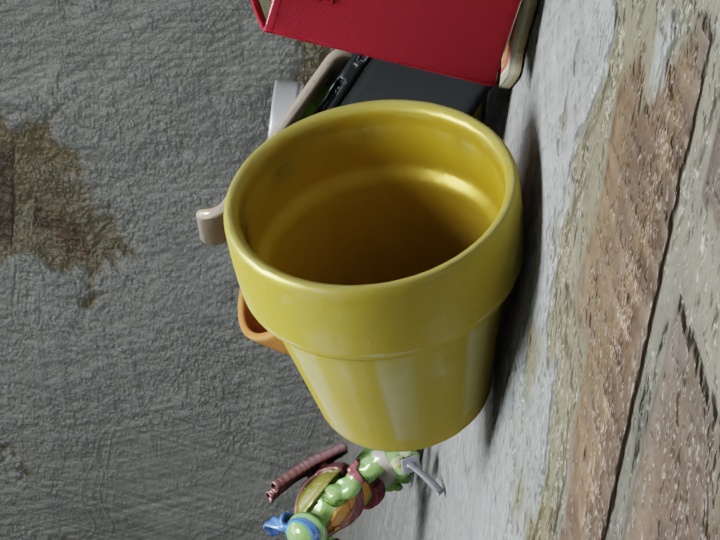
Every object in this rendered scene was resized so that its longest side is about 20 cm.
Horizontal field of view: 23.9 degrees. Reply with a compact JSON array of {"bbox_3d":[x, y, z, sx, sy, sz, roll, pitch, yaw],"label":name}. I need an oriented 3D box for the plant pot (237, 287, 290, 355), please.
[{"bbox_3d":[0.000,0.000,1.529,0.200,0.139,0.201,-44,29,33],"label":"plant pot"}]

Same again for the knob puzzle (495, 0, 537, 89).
[{"bbox_3d":[0.115,-0.233,1.342,0.220,0.030,0.222,-173,90,-87],"label":"knob puzzle"}]

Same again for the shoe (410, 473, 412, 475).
[{"bbox_3d":[0.035,0.123,1.693,0.054,0.069,0.201,-91,8,-54],"label":"shoe"}]

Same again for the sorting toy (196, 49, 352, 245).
[{"bbox_3d":[-0.070,-0.104,1.534,0.200,0.036,0.185,-50,-1,-8],"label":"sorting toy"}]

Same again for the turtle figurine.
[{"bbox_3d":[0.026,0.223,1.595,0.194,0.198,0.145,-50,-50,-57],"label":"turtle figurine"}]

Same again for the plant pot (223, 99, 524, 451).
[{"bbox_3d":[0.020,0.015,1.182,0.202,0.199,0.190,-85,-13,-47],"label":"plant pot"}]

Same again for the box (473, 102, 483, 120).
[{"bbox_3d":[0.052,-0.185,1.630,0.193,0.121,0.202,109,168,-73],"label":"box"}]

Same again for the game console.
[{"bbox_3d":[0.017,-0.109,1.425,0.201,0.116,0.176,-55,-3,3],"label":"game console"}]

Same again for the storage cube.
[{"bbox_3d":[0.025,-0.255,1.246,0.200,0.178,0.172,-113,37,-64],"label":"storage cube"}]

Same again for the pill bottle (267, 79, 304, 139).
[{"bbox_3d":[-0.004,-0.155,1.925,0.114,0.198,0.115,-172,90,-88],"label":"pill bottle"}]
